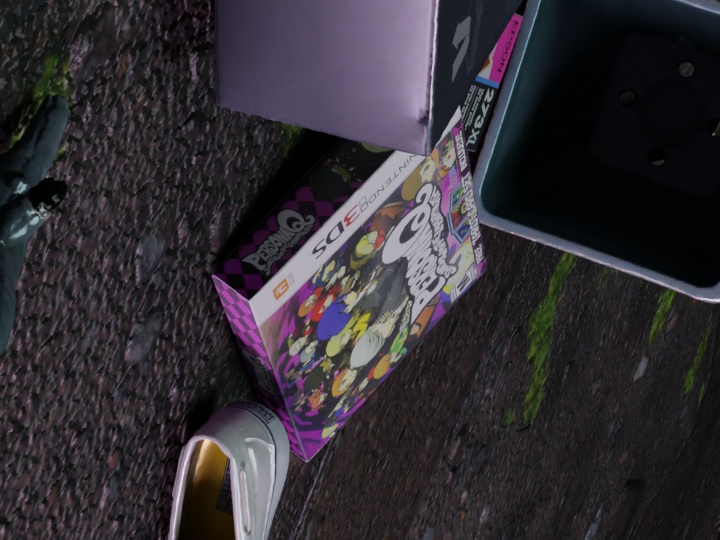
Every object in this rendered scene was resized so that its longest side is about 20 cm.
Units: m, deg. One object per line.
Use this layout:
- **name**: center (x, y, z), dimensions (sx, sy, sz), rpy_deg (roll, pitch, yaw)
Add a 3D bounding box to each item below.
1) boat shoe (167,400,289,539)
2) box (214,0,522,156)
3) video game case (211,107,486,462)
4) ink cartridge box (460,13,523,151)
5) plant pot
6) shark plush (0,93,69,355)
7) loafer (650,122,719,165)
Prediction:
- **boat shoe**: center (-0.091, 0.180, 1.189), dimensions (0.086, 0.074, 0.203), rpy_deg (-23, 129, -62)
- **box**: center (0.018, -0.198, 1.001), dimensions (0.200, 0.117, 0.197), rpy_deg (-59, 158, -47)
- **video game case**: center (0.000, 0.000, 1.242), dimensions (0.181, 0.036, 0.200), rpy_deg (-46, 152, -19)
- **ink cartridge box**: center (0.057, -0.128, 1.307), dimensions (0.200, 0.037, 0.095), rpy_deg (3, 108, -69)
- **plant pot**: center (0.214, -0.110, 1.497), dimensions (0.200, 0.195, 0.197), rpy_deg (-23, 131, -72)
- **shark plush**: center (-0.145, -0.005, 0.843), dimensions (0.083, 0.091, 0.200), rpy_deg (-35, -170, 30)
- **loafer**: center (0.252, -0.106, 1.730), dimensions (0.200, 0.073, 0.072), rpy_deg (-45, 151, -45)
